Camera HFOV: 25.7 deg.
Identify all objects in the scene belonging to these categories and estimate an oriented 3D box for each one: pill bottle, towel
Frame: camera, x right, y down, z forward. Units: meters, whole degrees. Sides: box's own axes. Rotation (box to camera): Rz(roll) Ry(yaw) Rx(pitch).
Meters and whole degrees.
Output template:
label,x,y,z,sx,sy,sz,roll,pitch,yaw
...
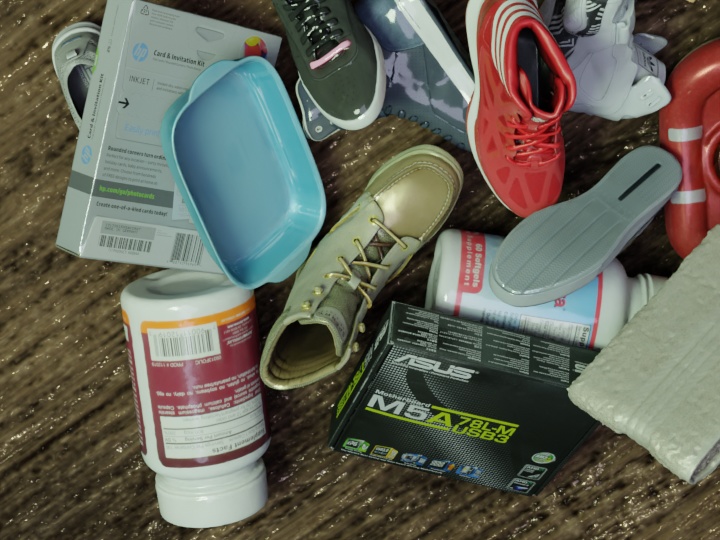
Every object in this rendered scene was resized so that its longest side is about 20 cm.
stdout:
label,x,y,z,sx,sy,sz,roll,pitch,yaw
pill bottle,-0.135,0.106,1.335,0.113,0.114,0.202,-5,106,1
towel,0.267,0.060,1.208,0.200,0.132,0.035,-44,138,-14
pill bottle,0.156,0.032,1.320,0.198,0.109,0.110,8,105,-3

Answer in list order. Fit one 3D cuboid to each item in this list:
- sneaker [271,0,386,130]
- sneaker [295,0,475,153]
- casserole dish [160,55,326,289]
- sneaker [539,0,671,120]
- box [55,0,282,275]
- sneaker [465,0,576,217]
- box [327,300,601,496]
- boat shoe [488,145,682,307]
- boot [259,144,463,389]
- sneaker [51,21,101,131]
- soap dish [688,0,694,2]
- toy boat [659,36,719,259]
label,x,y,z,sx,sy,sz,roll,pitch,yaw
sneaker,-0.044,-0.202,1.208,0.070,0.099,0.202,-28,63,17
sneaker,0.035,-0.128,1.294,0.146,0.077,0.203,-34,106,12
casserole dish,-0.096,-0.079,1.261,0.121,0.039,0.201,-43,129,-27
sneaker,0.204,-0.190,1.246,0.114,0.076,0.200,12,146,-13
box,-0.151,-0.104,1.255,0.155,0.041,0.202,6,100,-45
sneaker,0.123,-0.110,1.195,0.078,0.116,0.202,-16,120,1
box,0.090,0.112,1.310,0.198,0.048,0.194,15,147,-10
boat shoe,0.182,-0.024,1.258,0.199,0.062,0.072,-33,63,-23
boot,0.000,0.000,1.258,0.072,0.155,0.200,40,124,-10
sneaker,-0.196,-0.102,1.291,0.074,0.082,0.201,-30,109,8
soap dish,0.207,-0.325,1.238,0.198,0.081,0.159,23,104,-7
toy boat,0.314,-0.089,1.277,0.129,0.131,0.202,-7,105,1
